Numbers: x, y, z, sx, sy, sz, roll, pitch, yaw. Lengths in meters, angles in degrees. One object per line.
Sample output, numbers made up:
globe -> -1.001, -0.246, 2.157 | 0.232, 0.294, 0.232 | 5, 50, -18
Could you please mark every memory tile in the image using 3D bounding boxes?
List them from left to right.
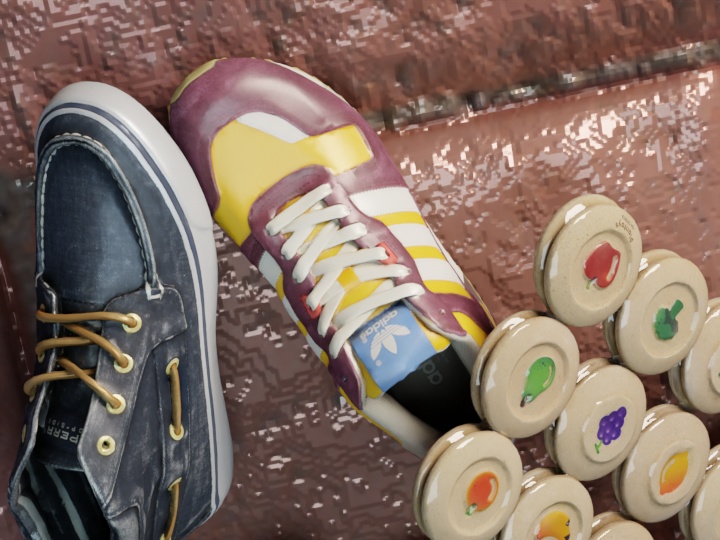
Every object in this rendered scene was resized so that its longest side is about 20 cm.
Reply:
memory tile -> 0.112, 0.071, 0.934 | 0.200, 0.017, 0.154 | 32, 86, -42

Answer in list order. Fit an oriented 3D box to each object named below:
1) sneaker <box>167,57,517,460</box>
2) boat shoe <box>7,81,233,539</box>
sneaker -> 0.000, 0.000, 0.903 | 0.075, 0.090, 0.200 | -39, 114, 9
boat shoe -> -0.101, 0.033, 0.891 | 0.070, 0.091, 0.202 | 3, 119, 27
